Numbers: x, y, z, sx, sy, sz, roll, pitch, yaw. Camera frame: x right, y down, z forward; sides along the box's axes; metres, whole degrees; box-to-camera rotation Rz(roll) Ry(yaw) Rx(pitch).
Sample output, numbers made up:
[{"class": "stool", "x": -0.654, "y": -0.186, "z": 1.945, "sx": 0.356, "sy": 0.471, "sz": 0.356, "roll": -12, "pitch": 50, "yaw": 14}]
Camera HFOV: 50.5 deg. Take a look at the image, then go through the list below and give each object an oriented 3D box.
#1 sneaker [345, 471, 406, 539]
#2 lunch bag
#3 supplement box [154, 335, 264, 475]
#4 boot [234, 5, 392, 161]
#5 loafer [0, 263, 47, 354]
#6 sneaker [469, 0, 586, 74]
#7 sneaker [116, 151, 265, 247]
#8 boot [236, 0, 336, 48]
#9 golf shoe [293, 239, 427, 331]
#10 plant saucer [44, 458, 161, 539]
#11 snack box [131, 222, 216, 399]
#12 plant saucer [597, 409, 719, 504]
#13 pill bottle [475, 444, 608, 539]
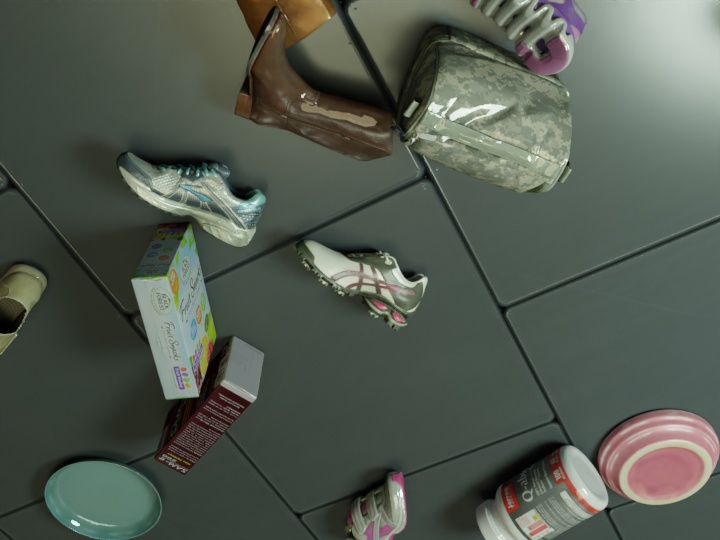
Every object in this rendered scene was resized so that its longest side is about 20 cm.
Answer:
[{"class": "sneaker", "x": 0.025, "y": 0.424, "z": 1.320, "sx": 0.088, "sy": 0.081, "sz": 0.200, "roll": 11, "pitch": 121, "yaw": -9}, {"class": "lunch bag", "x": 0.140, "y": -0.178, "z": 0.887, "sx": 0.200, "sy": 0.168, "sz": 0.139, "roll": 20, "pitch": 120, "yaw": -12}, {"class": "supplement box", "x": -0.231, "y": 0.207, "z": 1.166, "sx": 0.061, "sy": 0.109, "sz": 0.200, "roll": 33, "pitch": 116, "yaw": -19}, {"class": "boot", "x": -0.037, "y": -0.209, "z": 0.903, "sx": 0.200, "sy": 0.064, "sz": 0.186, "roll": 20, "pitch": 154, "yaw": -9}, {"class": "loafer", "x": -0.529, "y": 0.072, "z": 1.102, "sx": 0.076, "sy": 0.068, "sz": 0.200, "roll": 34, "pitch": 116, "yaw": -20}, {"class": "sneaker", "x": 0.181, "y": -0.319, "z": 0.858, "sx": 0.200, "sy": 0.088, "sz": 0.080, "roll": 49, "pitch": 154, "yaw": -6}, {"class": "sneaker", "x": -0.216, "y": -0.113, "z": 0.995, "sx": 0.200, "sy": 0.078, "sz": 0.086, "roll": 27, "pitch": 107, "yaw": -24}, {"class": "boot", "x": -0.154, "y": -0.331, "z": 0.869, "sx": 0.188, "sy": 0.069, "sz": 0.200, "roll": -26, "pitch": 129, "yaw": 12}, {"class": "golf shoe", "x": 0.000, "y": 0.000, "z": 1.068, "sx": 0.200, "sy": 0.077, "sz": 0.088, "roll": 32, "pitch": 97, "yaw": -21}, {"class": "plant saucer", "x": -0.445, "y": 0.395, "z": 1.333, "sx": 0.200, "sy": 0.027, "sz": 0.200, "roll": 0, "pitch": 123, "yaw": 0}, {"class": "snack box", "x": -0.251, "y": 0.056, "z": 1.050, "sx": 0.053, "sy": 0.142, "sz": 0.200, "roll": -4, "pitch": 122, "yaw": 3}, {"class": "plant saucer", "x": 0.502, "y": 0.322, "z": 1.275, "sx": 0.200, "sy": 0.051, "sz": 0.201, "roll": 0, "pitch": 122, "yaw": -1}, {"class": "pill bottle", "x": 0.300, "y": 0.389, "z": 1.278, "sx": 0.200, "sy": 0.116, "sz": 0.116, "roll": -40, "pitch": 114, "yaw": 22}]
